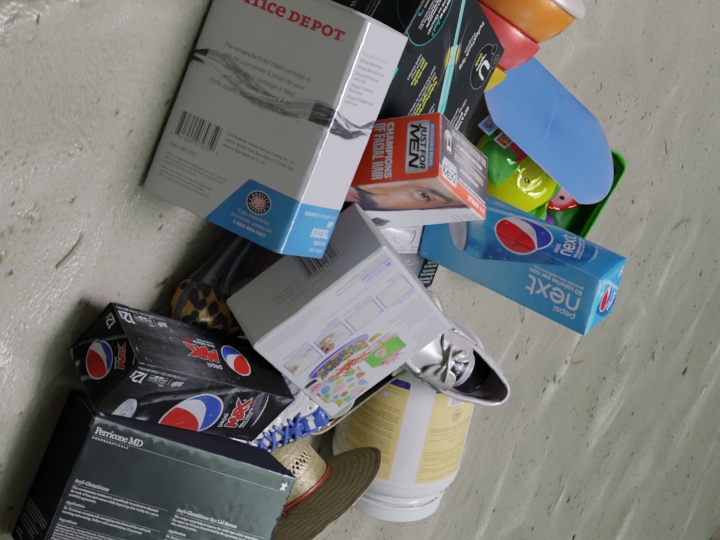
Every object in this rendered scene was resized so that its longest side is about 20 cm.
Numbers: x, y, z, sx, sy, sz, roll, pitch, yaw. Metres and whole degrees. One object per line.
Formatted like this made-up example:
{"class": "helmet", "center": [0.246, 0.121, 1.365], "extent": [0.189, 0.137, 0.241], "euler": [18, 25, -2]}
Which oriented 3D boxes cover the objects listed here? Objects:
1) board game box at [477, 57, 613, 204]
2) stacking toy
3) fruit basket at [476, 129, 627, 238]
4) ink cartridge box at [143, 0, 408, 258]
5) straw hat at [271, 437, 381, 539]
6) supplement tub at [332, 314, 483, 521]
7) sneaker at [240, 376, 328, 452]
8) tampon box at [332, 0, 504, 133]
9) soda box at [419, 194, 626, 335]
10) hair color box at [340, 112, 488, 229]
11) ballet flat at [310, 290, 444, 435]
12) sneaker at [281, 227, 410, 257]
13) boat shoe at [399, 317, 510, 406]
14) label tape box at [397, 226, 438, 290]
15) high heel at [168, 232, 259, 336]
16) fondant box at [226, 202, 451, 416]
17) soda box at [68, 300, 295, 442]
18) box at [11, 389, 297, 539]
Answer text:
{"class": "board game box", "center": [0.195, -0.153, 1.931], "extent": [0.039, 0.200, 0.158], "euler": [-36, -160, 37]}
{"class": "stacking toy", "center": [0.116, -0.228, 1.757], "extent": [0.201, 0.146, 0.146], "euler": [-54, 156, 12]}
{"class": "fruit basket", "center": [0.197, -0.086, 2.008], "extent": [0.216, 0.155, 0.216], "euler": [-58, 171, -14]}
{"class": "ink cartridge box", "center": [-0.070, -0.130, 1.443], "extent": [0.084, 0.144, 0.201], "euler": [7, 106, -64]}
{"class": "straw hat", "center": [-0.083, 0.211, 1.781], "extent": [0.085, 0.201, 0.201], "euler": [53, 56, -15]}
{"class": "supplement tub", "center": [0.048, 0.156, 1.920], "extent": [0.145, 0.145, 0.201], "euler": [-26, 135, -52]}
{"class": "sneaker", "center": [-0.080, 0.139, 1.728], "extent": [0.200, 0.088, 0.075], "euler": [-53, 154, -21]}
{"class": "tampon box", "center": [0.022, -0.196, 1.579], "extent": [0.151, 0.126, 0.200], "euler": [-62, 155, -9]}
{"class": "soda box", "center": [0.161, -0.014, 1.772], "extent": [0.064, 0.199, 0.068], "euler": [-32, 141, -50]}
{"class": "hair color box", "center": [0.000, -0.080, 1.541], "extent": [0.111, 0.199, 0.064], "euler": [35, 54, -58]}
{"class": "ballet flat", "center": [0.013, 0.101, 1.793], "extent": [0.200, 0.067, 0.062], "euler": [-43, -166, 19]}
{"class": "sneaker", "center": [0.000, 0.000, 1.697], "extent": [0.115, 0.075, 0.200], "euler": [-32, 131, -2]}
{"class": "boat shoe", "center": [0.083, 0.088, 1.748], "extent": [0.072, 0.066, 0.200], "euler": [-53, 139, -2]}
{"class": "label tape box", "center": [0.049, -0.075, 1.809], "extent": [0.144, 0.063, 0.201], "euler": [-3, 116, -62]}
{"class": "high heel", "center": [-0.110, 0.064, 1.618], "extent": [0.143, 0.071, 0.201], "euler": [-52, 139, -30]}
{"class": "fondant box", "center": [-0.015, 0.040, 1.581], "extent": [0.144, 0.058, 0.200], "euler": [-37, 149, 3]}
{"class": "soda box", "center": [-0.150, 0.090, 1.503], "extent": [0.063, 0.071, 0.199], "euler": [-44, 145, 21]}
{"class": "box", "center": [-0.175, 0.202, 1.505], "extent": [0.199, 0.079, 0.142], "euler": [21, 97, -29]}
